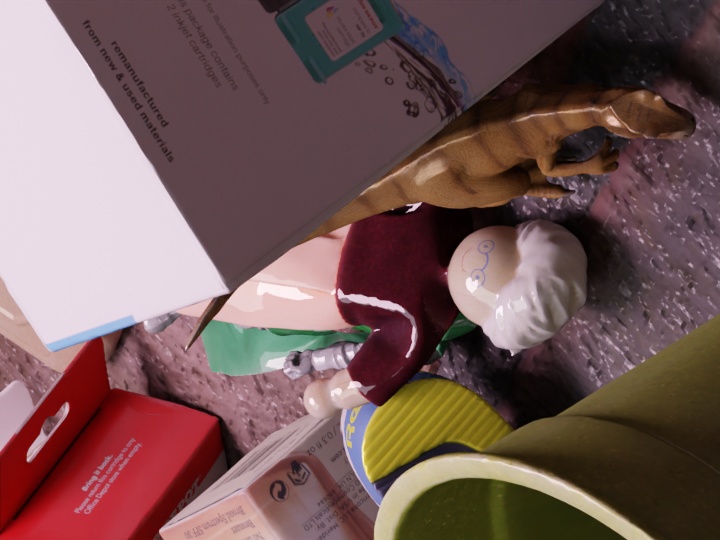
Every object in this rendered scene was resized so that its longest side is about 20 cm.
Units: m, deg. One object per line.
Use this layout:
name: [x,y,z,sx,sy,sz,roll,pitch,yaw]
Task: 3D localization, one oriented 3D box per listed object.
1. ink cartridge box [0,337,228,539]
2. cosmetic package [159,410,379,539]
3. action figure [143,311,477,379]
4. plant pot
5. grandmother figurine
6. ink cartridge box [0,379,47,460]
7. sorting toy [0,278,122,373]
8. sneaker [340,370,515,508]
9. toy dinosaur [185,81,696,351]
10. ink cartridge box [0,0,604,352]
ink cartridge box: [-0.116,0.144,1.494,0.067,0.116,0.201,14,136,24]
cosmetic package: [0.012,0.166,1.387,0.200,0.087,0.103,52,148,-3]
action figure: [-0.022,0.007,1.300,0.199,0.055,0.119,6,125,45]
plant pot: [0.139,0.091,1.039,0.200,0.190,0.201,33,146,26]
grandmother figurine: [0.000,0.000,1.213,0.199,0.060,0.122,5,89,30]
ink cartridge box: [-0.166,0.172,1.597,0.067,0.117,0.201,16,135,43]
sorting toy: [-0.191,-0.044,1.450,0.199,0.037,0.185,30,148,1]
sneaker: [0.064,0.113,1.277,0.200,0.074,0.082,52,170,-22]
toy dinosaur: [0.028,-0.040,1.116,0.199,0.106,0.061,-24,89,21]
ink cartridge box: [-0.048,-0.093,1.078,0.146,0.200,0.147,57,149,-9]
